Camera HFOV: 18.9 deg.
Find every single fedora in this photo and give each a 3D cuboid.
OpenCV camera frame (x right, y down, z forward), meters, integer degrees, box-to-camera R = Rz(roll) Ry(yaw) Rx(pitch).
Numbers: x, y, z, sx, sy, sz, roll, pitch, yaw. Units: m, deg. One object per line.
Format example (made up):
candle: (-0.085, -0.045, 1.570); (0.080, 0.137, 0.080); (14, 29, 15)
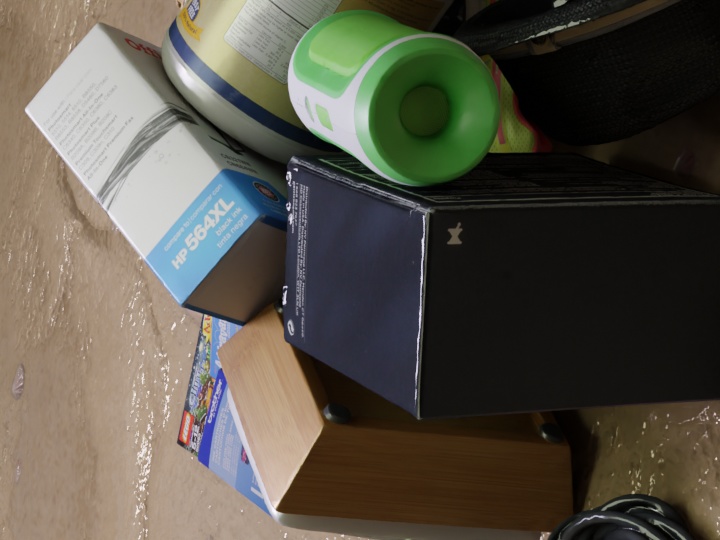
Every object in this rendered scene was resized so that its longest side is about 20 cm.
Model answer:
fedora: (0.154, -0.132, 1.256); (0.201, 0.200, 0.092); (5, 122, 65)

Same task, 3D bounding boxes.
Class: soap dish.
soap dish: (0.025, 0.092, 1.343); (0.157, 0.200, 0.081); (-116, 39, -52)

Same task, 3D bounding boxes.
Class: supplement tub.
supplement tub: (-0.021, -0.180, 1.381); (0.200, 0.144, 0.144); (-54, 33, 19)

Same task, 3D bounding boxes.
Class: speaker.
speaker: (0.016, -0.101, 1.226); (0.200, 0.088, 0.089); (-140, 63, -72)

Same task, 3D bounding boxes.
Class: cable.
cable: (0.151, 0.223, 1.223); (0.200, 0.051, 0.163); (-110, 33, -43)

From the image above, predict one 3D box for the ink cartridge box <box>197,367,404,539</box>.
ink cartridge box: (-0.026, 0.126, 1.516); (0.200, 0.136, 0.076); (20, 98, 64)

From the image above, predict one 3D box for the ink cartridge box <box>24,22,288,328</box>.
ink cartridge box: (-0.103, -0.057, 1.404); (0.084, 0.146, 0.200); (-48, 60, 14)

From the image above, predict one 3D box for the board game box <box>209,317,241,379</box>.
board game box: (-0.074, 0.020, 1.665); (0.103, 0.019, 0.200); (30, 131, 33)

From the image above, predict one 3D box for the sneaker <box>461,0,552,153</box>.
sneaker: (0.114, -0.155, 1.415); (0.090, 0.078, 0.200); (8, 79, 35)

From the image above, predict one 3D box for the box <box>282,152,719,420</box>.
box: (0.082, 0.004, 1.240); (0.198, 0.200, 0.123); (-157, 67, -65)

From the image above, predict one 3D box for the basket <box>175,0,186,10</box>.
basket: (-0.051, -0.268, 1.696); (0.200, 0.143, 0.149); (-61, 37, 25)

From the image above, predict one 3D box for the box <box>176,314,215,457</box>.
box: (-0.096, 0.066, 1.802); (0.137, 0.038, 0.200); (19, 99, 64)

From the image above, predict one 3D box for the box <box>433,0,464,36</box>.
box: (0.039, -0.140, 1.510); (0.122, 0.106, 0.200); (-21, 62, 59)
